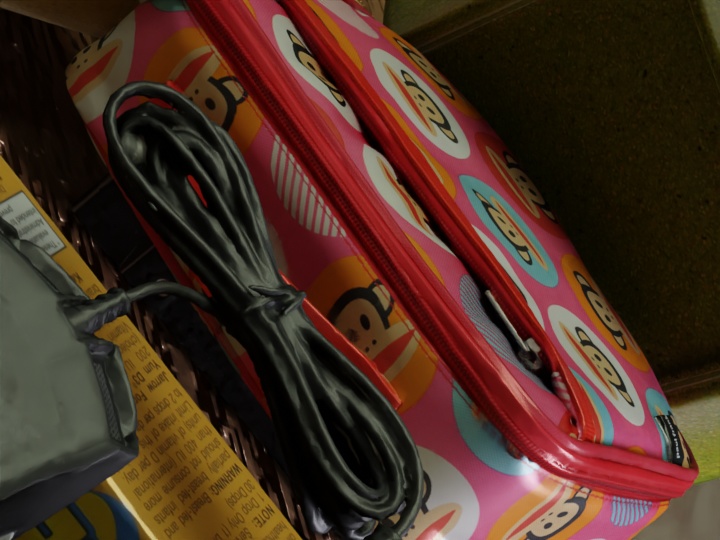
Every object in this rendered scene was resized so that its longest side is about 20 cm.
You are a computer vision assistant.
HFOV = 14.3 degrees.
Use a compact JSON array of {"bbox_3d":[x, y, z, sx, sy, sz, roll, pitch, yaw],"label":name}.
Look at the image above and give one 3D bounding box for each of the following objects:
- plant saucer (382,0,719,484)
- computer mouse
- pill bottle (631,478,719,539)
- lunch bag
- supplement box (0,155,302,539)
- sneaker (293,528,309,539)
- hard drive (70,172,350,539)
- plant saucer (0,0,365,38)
[{"bbox_3d":[0.087,-0.028,0.898,0.048,0.200,0.201,-18,89,-40],"label":"plant saucer"},{"bbox_3d":[-0.079,0.052,0.661,0.200,0.046,0.141,-32,84,-40],"label":"computer mouse"},{"bbox_3d":[0.187,0.089,1.139,0.200,0.112,0.113,24,35,-49],"label":"pill bottle"},{"bbox_3d":[0.000,0.000,0.830,0.200,0.082,0.176,55,17,22],"label":"lunch bag"},{"bbox_3d":[-0.087,0.044,0.731,0.200,0.066,0.069,51,22,-2],"label":"supplement box"},{"bbox_3d":[0.036,0.130,0.819,0.199,0.083,0.071,41,25,-25],"label":"sneaker"},{"bbox_3d":[-0.001,0.028,0.963,0.200,0.038,0.140,50,22,-3],"label":"hard drive"},{"bbox_3d":[-0.119,-0.133,0.906,0.200,0.049,0.200,43,15,29],"label":"plant saucer"}]
